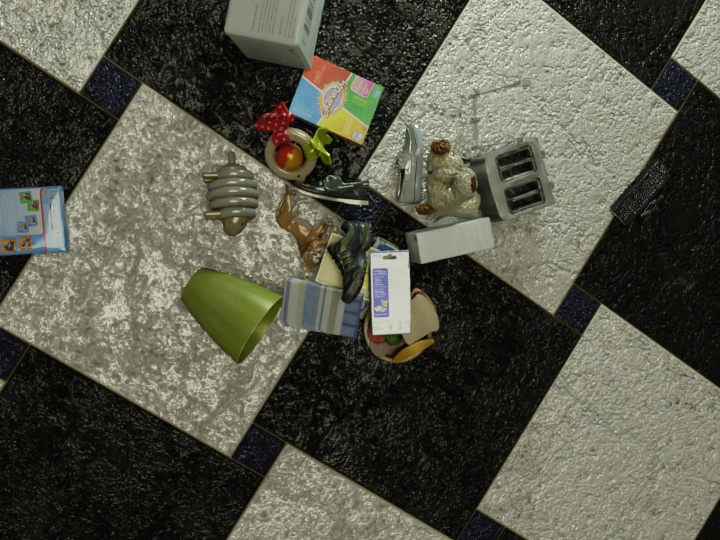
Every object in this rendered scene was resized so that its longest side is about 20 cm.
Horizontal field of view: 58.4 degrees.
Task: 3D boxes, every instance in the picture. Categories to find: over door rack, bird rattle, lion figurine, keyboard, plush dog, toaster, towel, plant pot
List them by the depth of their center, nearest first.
[{"bbox_3d":[-0.316,0.085,1.524,0.199,0.187,0.188,34,88,4],"label":"plant pot"},{"bbox_3d":[-0.165,-0.292,1.537,0.198,0.113,0.164,19,122,-18],"label":"bird rattle"},{"bbox_3d":[-0.096,0.092,1.577,0.198,0.024,0.148,11,125,2],"label":"towel"},{"bbox_3d":[0.325,-0.379,1.583,0.066,0.199,0.150,-9,98,-40],"label":"over door rack"},{"bbox_3d":[-0.148,-0.103,1.588,0.200,0.072,0.123,44,99,3],"label":"lion figurine"},{"bbox_3d":[0.209,-0.228,1.590,0.159,0.200,0.174,-8,72,13],"label":"plush dog"},{"bbox_3d":[0.381,-0.229,1.643,0.198,0.119,0.183,-19,97,-8],"label":"toaster"},{"bbox_3d":[0.782,-0.206,1.759,0.104,0.040,0.200,42,87,-10],"label":"keyboard"}]

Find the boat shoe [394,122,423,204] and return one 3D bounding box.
[{"bbox_3d":[0.119,-0.267,1.613,0.066,0.074,0.203,-4,96,-11],"label":"boat shoe"}]

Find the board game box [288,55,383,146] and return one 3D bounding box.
[{"bbox_3d":[-0.062,-0.416,1.585,0.198,0.040,0.155,21,91,-11],"label":"board game box"}]

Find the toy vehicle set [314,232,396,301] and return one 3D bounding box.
[{"bbox_3d":[0.000,0.000,1.566,0.198,0.027,0.126,20,90,-8],"label":"toy vehicle set"}]

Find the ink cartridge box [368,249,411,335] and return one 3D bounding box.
[{"bbox_3d":[0.070,0.052,1.546,0.098,0.039,0.203,-1,95,-7],"label":"ink cartridge box"}]

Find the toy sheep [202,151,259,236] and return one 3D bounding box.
[{"bbox_3d":[-0.304,-0.181,1.517,0.136,0.138,0.203,-3,89,-10],"label":"toy sheep"}]

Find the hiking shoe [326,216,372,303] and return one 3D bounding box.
[{"bbox_3d":[-0.033,-0.023,1.514,0.099,0.076,0.202,11,77,4],"label":"hiking shoe"}]

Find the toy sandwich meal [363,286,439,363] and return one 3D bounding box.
[{"bbox_3d":[0.108,0.144,1.646,0.203,0.070,0.208,-1,95,-10],"label":"toy sandwich meal"}]

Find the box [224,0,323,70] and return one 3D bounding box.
[{"bbox_3d":[-0.185,-0.587,1.451,0.169,0.200,0.201,12,92,4],"label":"box"}]

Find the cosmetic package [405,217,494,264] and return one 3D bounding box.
[{"bbox_3d":[0.223,-0.077,1.630,0.198,0.113,0.082,-14,97,-8],"label":"cosmetic package"}]

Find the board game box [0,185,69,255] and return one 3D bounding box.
[{"bbox_3d":[-0.783,-0.112,1.478,0.198,0.037,0.153,-4,95,-11],"label":"board game box"}]

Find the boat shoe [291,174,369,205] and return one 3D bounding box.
[{"bbox_3d":[-0.072,-0.204,1.584,0.198,0.072,0.068,5,100,-19],"label":"boat shoe"}]

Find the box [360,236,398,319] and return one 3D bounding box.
[{"bbox_3d":[0.019,0.016,1.619,0.064,0.070,0.202,27,89,-11],"label":"box"}]
